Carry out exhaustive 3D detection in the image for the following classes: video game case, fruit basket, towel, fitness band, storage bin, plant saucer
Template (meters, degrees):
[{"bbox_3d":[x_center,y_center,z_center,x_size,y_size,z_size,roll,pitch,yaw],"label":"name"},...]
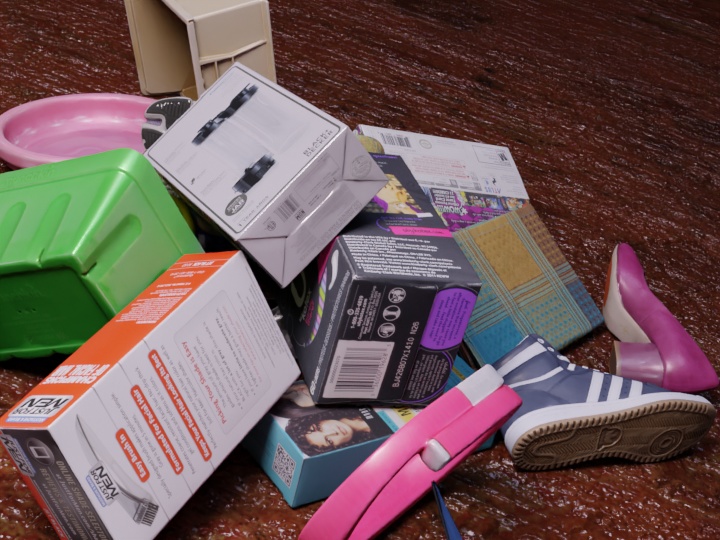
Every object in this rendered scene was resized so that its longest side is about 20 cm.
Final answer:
[{"bbox_3d":[0.094,-0.053,1.121,0.200,0.036,0.182,3,58,-36],"label":"video game case"},{"bbox_3d":[-0.208,-0.027,0.885,0.215,0.156,0.216,-19,34,13],"label":"fruit basket"},{"bbox_3d":[0.139,0.020,1.067,0.200,0.022,0.147,-22,78,-46],"label":"towel"},{"bbox_3d":[0.038,0.135,0.774,0.037,0.144,0.200,46,36,15],"label":"fitness band"},{"bbox_3d":[-0.178,-0.238,1.255,0.094,0.199,0.200,-22,43,-22],"label":"storage bin"},{"bbox_3d":[-0.266,-0.125,1.138,0.200,0.051,0.201,2,27,-1],"label":"plant saucer"}]

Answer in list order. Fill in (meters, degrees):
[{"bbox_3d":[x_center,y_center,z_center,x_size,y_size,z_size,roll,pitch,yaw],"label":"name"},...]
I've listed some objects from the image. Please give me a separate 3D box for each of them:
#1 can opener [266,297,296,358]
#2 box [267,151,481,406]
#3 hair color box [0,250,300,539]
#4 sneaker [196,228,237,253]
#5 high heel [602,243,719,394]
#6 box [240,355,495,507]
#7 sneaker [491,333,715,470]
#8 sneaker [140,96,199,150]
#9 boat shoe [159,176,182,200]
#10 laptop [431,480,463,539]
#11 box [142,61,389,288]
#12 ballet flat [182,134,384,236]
[{"bbox_3d":[-0.117,0.054,0.951,0.199,0.054,0.067,-5,3,-30],"label":"can opener"},{"bbox_3d":[0.000,0.000,0.902,0.106,0.123,0.200,4,32,-21],"label":"box"},{"bbox_3d":[-0.135,0.085,0.761,0.064,0.111,0.200,-5,29,37],"label":"hair color box"},{"bbox_3d":[-0.122,-0.032,1.067,0.200,0.075,0.088,19,38,24],"label":"sneaker"},{"bbox_3d":[0.291,0.047,1.111,0.096,0.068,0.200,6,45,4],"label":"high heel"},{"bbox_3d":[0.012,0.117,0.886,0.200,0.049,0.082,-10,38,-36],"label":"box"},{"bbox_3d":[0.199,0.107,0.968,0.199,0.070,0.109,-2,36,-22],"label":"sneaker"},{"bbox_3d":[-0.110,-0.114,1.081,0.199,0.081,0.083,12,9,-8],"label":"sneaker"},{"bbox_3d":[-0.210,-0.058,1.007,0.200,0.075,0.062,-28,43,-14],"label":"boat shoe"},{"bbox_3d":[0.139,0.237,0.677,0.199,0.116,0.187,7,32,-14],"label":"laptop"},{"bbox_3d":[-0.079,-0.081,0.875,0.060,0.117,0.200,48,-7,-38],"label":"box"},{"bbox_3d":[-0.057,-0.072,1.004,0.199,0.071,0.071,-16,40,-21],"label":"ballet flat"}]
